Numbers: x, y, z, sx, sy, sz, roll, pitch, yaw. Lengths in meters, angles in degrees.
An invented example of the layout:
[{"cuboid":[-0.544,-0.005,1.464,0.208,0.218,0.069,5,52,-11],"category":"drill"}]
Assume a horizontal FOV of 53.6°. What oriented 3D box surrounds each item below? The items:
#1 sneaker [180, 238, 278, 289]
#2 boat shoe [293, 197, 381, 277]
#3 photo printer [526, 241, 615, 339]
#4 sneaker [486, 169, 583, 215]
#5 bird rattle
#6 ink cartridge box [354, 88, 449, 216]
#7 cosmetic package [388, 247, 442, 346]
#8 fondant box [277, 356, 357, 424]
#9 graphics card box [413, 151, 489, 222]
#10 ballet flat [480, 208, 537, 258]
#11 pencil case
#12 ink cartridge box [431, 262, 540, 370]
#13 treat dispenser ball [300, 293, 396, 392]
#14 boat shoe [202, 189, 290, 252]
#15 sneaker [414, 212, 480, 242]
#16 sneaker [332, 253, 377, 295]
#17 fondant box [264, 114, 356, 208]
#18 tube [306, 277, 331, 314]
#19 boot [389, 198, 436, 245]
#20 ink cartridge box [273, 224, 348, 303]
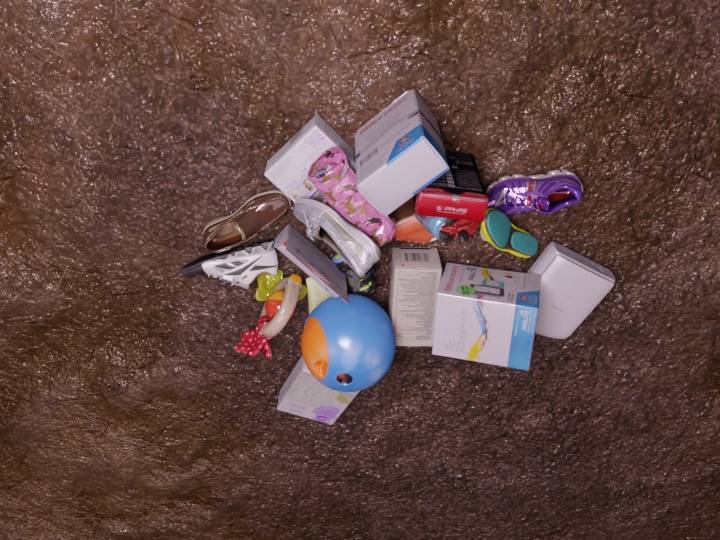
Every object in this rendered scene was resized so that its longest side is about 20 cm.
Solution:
[{"cuboid":[-0.263,0.002,1.453,0.198,0.074,0.089,-13,104,-3],"category":"sneaker"},{"cuboid":[-0.054,-0.065,1.326,0.201,0.065,0.075,36,163,18],"category":"boat shoe"},{"cuboid":[0.419,0.053,1.527,0.165,0.070,0.201,25,121,-15],"category":"photo printer"},{"cuboid":[0.332,-0.143,1.386,0.198,0.084,0.081,-13,123,12],"category":"sneaker"},{"cuboid":[-0.183,0.083,1.470,0.112,0.201,0.163,35,146,-15],"category":"bird rattle"},{"cuboid":[0.068,-0.214,1.267,0.146,0.201,0.086,-35,119,22],"category":"ink cartridge box"},{"cuboid":[0.112,0.057,1.519,0.102,0.088,0.202,1,123,-3],"category":"cosmetic package"},{"cuboid":[-0.094,0.272,1.643,0.143,0.059,0.200,18,140,-13],"category":"fondant box"},{"cuboid":[0.156,-0.160,1.304,0.124,0.201,0.051,5,123,-5],"category":"graphics card box"},{"cuboid":[0.279,-0.070,1.418,0.067,0.068,0.199,8,170,45],"category":"ballet flat"},{"cuboid":[-0.013,-0.131,1.326,0.083,0.087,0.200,-36,119,5],"category":"pencil case"},{"cuboid":[0.256,0.090,1.453,0.198,0.147,0.147,8,118,12],"category":"ink cartridge box"},{"cuboid":[-0.024,0.149,1.476,0.198,0.202,0.203,0,124,0],"category":"treat dispenser ball"},{"cuboid":[-0.227,-0.089,1.426,0.201,0.075,0.075,-28,120,17],"category":"boat shoe"},{"cuboid":[0.169,-0.109,1.353,0.095,0.199,0.080,34,108,24],"category":"sneaker"},{"cuboid":[0.000,0.000,1.432,0.070,0.083,0.200,-33,160,1],"category":"sneaker"},{"cuboid":[-0.065,-0.178,1.378,0.144,0.058,0.200,-38,116,22],"category":"fondant box"},{"cuboid":[-0.085,0.089,1.565,0.051,0.058,0.202,10,125,11],"category":"tube"},{"cuboid":[0.092,-0.081,1.437,0.198,0.075,0.108,-23,126,14],"category":"boot"},{"cuboid":[-0.098,-0.003,1.398,0.162,0.200,0.057,41,105,-14],"category":"ink cartridge box"}]
